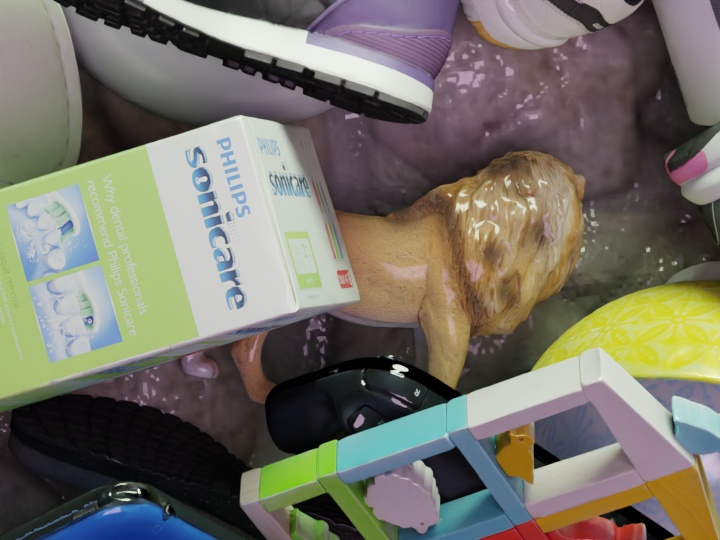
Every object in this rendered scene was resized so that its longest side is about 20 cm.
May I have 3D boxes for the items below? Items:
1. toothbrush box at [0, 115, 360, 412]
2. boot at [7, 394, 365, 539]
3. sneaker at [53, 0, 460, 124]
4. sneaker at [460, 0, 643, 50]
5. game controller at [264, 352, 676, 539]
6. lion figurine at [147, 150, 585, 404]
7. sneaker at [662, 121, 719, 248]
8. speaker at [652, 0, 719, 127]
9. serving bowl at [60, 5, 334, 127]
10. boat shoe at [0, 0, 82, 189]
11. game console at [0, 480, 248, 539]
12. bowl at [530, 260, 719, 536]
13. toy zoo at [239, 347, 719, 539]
[{"bbox_3d":[-0.115,0.004,1.159,0.199,0.146,0.087,-18,88,9],"label":"toothbrush box"},{"bbox_3d":[-0.083,0.144,1.264,0.199,0.070,0.132,21,109,-2],"label":"boot"},{"bbox_3d":[-0.054,-0.133,1.146,0.199,0.076,0.088,19,85,-15],"label":"sneaker"},{"bbox_3d":[0.076,-0.197,1.185,0.076,0.087,0.201,-31,109,-45],"label":"sneaker"},{"bbox_3d":[0.051,0.097,1.218,0.200,0.104,0.042,34,67,-27],"label":"game controller"},{"bbox_3d":[0.000,0.000,1.240,0.199,0.072,0.123,6,98,-6],"label":"lion figurine"},{"bbox_3d":[0.213,-0.030,1.215,0.199,0.080,0.087,-14,81,-40],"label":"sneaker"},{"bbox_3d":[0.153,-0.170,1.218,0.081,0.081,0.201,-20,103,-3],"label":"speaker"},{"bbox_3d":[-0.051,-0.156,1.202,0.199,0.066,0.201,-1,102,-6],"label":"serving bowl"},{"bbox_3d":[-0.177,-0.128,1.193,0.071,0.061,0.202,-25,104,-7],"label":"boat shoe"},{"bbox_3d":[-0.129,0.108,1.142,0.170,0.200,0.119,-27,62,15],"label":"game console"},{"bbox_3d":[0.166,0.061,1.243,0.199,0.200,0.108,23,56,-12],"label":"bowl"},{"bbox_3d":[0.066,0.101,1.162,0.199,0.021,0.131,-20,130,19],"label":"toy zoo"}]
